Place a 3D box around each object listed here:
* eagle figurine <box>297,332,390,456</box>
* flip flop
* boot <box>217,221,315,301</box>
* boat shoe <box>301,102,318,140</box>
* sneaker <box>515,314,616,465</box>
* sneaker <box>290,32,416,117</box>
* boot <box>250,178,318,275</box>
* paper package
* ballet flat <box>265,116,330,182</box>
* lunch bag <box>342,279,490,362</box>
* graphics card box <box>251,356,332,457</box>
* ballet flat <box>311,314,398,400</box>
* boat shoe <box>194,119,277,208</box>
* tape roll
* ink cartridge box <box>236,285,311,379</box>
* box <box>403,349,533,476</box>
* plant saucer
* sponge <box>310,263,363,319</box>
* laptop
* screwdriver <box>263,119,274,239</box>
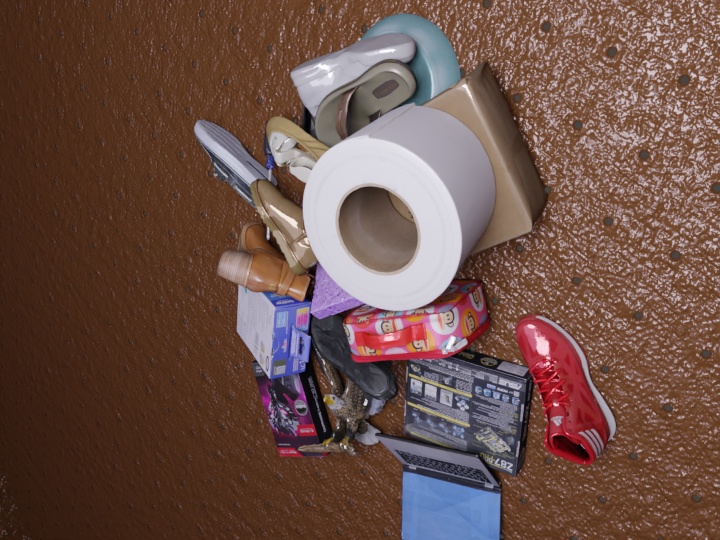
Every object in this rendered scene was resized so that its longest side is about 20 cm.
[{"bbox_3d":[-0.028,0.214,0.989,0.147,0.151,0.206,7,70,-5],"label":"eagle figurine"},{"bbox_3d":[0.000,-0.214,0.778,0.198,0.080,0.059,-19,51,49],"label":"flip flop"},{"bbox_3d":[-0.147,-0.010,0.984,0.150,0.201,0.075,18,117,-1],"label":"boot"},{"bbox_3d":[-0.068,-0.204,0.907,0.068,0.066,0.206,19,114,29],"label":"boat shoe"},{"bbox_3d":[0.264,0.160,0.755,0.078,0.115,0.202,-42,80,36],"label":"sneaker"},{"bbox_3d":[-0.003,-0.271,0.806,0.195,0.076,0.090,-4,123,33],"label":"sneaker"},{"bbox_3d":[-0.054,-0.111,0.890,0.197,0.066,0.178,-31,95,14],"label":"boot"},{"bbox_3d":[0.122,-0.130,0.752,0.188,0.103,0.203,-21,105,38],"label":"paper package"},{"bbox_3d":[-0.093,-0.174,0.846,0.198,0.063,0.070,33,143,33],"label":"ballet flat"},{"bbox_3d":[0.076,0.076,0.824,0.196,0.175,0.084,-10,99,36],"label":"lunch bag"},{"bbox_3d":[-0.130,0.260,1.103,0.123,0.050,0.206,-11,97,37],"label":"graphics card box"},{"bbox_3d":[-0.016,0.138,0.912,0.066,0.057,0.200,-44,57,-4],"label":"ballet flat"},{"bbox_3d":[-0.237,-0.189,1.026,0.200,0.072,0.071,45,120,13],"label":"boat shoe"},{"bbox_3d":[0.047,-0.075,0.673,0.198,0.139,0.208,15,124,23],"label":"tape roll"},{"bbox_3d":[-0.151,0.093,1.006,0.199,0.074,0.140,40,129,51],"label":"ink cartridge box"},{"bbox_3d":[0.163,0.207,0.883,0.195,0.049,0.166,12,109,32],"label":"box"},{"bbox_3d":[0.050,-0.264,0.826,0.195,0.036,0.206,11,110,32],"label":"plant saucer"},{"bbox_3d":[0.000,0.000,0.904,0.197,0.030,0.114,-21,49,38],"label":"sponge"},{"bbox_3d":[0.123,0.371,0.915,0.183,0.118,0.201,1,144,34],"label":"laptop"},{"bbox_3d":[-0.156,-0.157,0.972,0.027,0.029,0.207,2,84,-1],"label":"screwdriver"}]
